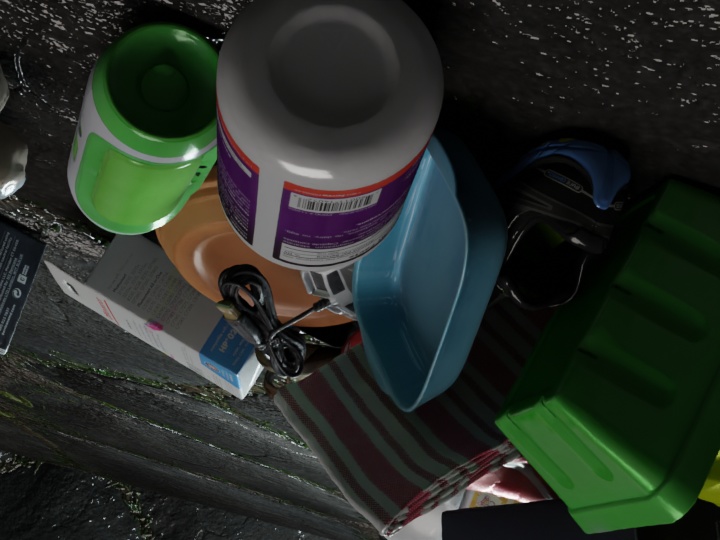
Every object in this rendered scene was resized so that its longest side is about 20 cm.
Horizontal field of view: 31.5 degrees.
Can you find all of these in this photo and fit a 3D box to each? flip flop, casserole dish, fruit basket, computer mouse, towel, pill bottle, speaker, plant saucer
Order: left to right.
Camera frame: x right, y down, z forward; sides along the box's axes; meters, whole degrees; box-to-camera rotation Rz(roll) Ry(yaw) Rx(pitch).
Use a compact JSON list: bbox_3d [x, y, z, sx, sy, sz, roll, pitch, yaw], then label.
[{"bbox_3d":[-0.136,-0.083,0.804,0.088,0.089,0.200,21,161,-12],"label":"speaker"},{"bbox_3d":[-0.062,-0.010,0.967,0.199,0.038,0.200,9,150,5],"label":"plant saucer"},{"bbox_3d":[-0.054,0.092,1.110,0.081,0.058,0.200,10,172,-3],"label":"flip flop"},{"bbox_3d":[-0.023,-0.068,0.701,0.112,0.113,0.200,17,162,-1],"label":"pill bottle"},{"bbox_3d":[0.000,0.000,0.893,0.200,0.044,0.110,-26,130,16],"label":"computer mouse"},{"bbox_3d":[0.042,-0.002,0.788,0.039,0.121,0.200,-7,139,-22],"label":"casserole dish"},{"bbox_3d":[0.056,0.075,0.850,0.146,0.200,0.030,43,156,44],"label":"towel"},{"bbox_3d":[0.207,0.076,0.769,0.215,0.216,0.156,20,161,-10],"label":"fruit basket"}]

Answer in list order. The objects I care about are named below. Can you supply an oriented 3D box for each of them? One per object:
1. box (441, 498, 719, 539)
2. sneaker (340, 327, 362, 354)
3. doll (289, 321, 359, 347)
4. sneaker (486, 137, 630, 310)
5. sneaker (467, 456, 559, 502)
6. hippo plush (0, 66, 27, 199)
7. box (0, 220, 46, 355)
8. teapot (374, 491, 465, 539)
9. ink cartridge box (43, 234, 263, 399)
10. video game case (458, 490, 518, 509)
[{"bbox_3d":[0.196,0.227,0.927,0.200,0.118,0.196,9,163,-36],"label":"box"},{"bbox_3d":[0.082,0.071,1.036,0.199,0.071,0.112,11,158,-18],"label":"sneaker"},{"bbox_3d":[-0.020,0.042,1.123,0.200,0.049,0.136,29,157,-34],"label":"doll"},{"bbox_3d":[0.092,-0.011,0.782,0.071,0.083,0.200,21,154,-16],"label":"sneaker"},{"bbox_3d":[0.107,0.147,1.025,0.087,0.074,0.200,-20,142,29],"label":"sneaker"},{"bbox_3d":[-0.308,-0.055,0.901,0.159,0.200,0.161,37,172,8],"label":"hippo plush"},{"bbox_3d":[-0.449,-0.008,1.238,0.196,0.124,0.200,29,159,-37],"label":"box"},{"bbox_3d":[0.055,0.164,1.224,0.146,0.198,0.200,40,142,-4],"label":"teapot"},{"bbox_3d":[-0.176,0.029,1.150,0.200,0.068,0.115,30,164,6],"label":"ink cartridge box"},{"bbox_3d":[0.195,0.165,1.095,0.181,0.201,0.023,17,-160,-1],"label":"video game case"}]
